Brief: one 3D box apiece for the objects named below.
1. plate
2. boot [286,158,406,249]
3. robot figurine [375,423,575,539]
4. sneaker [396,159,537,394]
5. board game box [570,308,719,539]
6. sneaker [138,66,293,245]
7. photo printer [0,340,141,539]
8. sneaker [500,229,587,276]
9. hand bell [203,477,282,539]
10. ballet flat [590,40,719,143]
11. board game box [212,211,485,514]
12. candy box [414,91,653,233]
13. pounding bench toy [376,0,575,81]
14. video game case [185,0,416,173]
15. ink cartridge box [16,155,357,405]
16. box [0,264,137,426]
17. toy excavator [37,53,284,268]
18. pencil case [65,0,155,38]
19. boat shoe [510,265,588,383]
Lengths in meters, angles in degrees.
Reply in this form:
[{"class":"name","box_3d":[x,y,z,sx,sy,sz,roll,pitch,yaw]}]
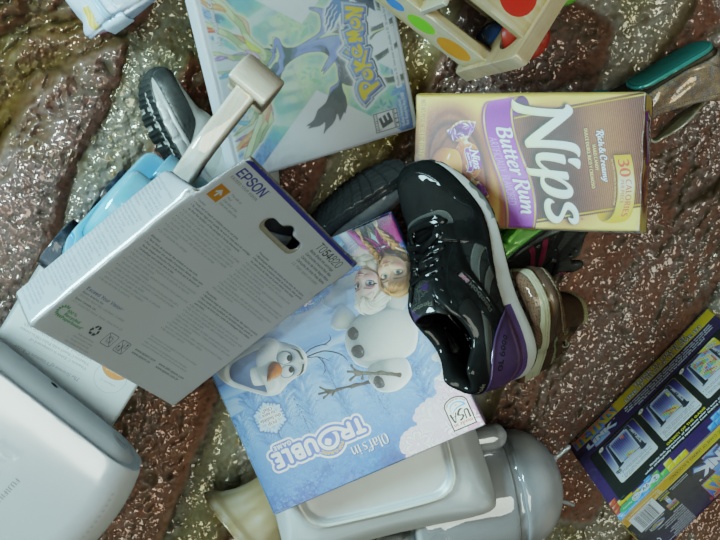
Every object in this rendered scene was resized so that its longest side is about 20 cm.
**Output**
[{"class":"plate","box_3d":[0.003,0.146,1.032,0.200,0.032,0.200,-15,91,5]},{"class":"boot","box_3d":[0.000,0.000,1.060,0.200,0.070,0.132,-40,110,17]},{"class":"robot figurine","box_3d":[0.108,0.217,1.105,0.200,0.113,0.170,-11,127,-4]},{"class":"sneaker","box_3d":[0.072,0.003,0.933,0.076,0.088,0.200,-31,80,42]},{"class":"board game box","box_3d":[0.304,0.146,1.081,0.057,0.165,0.200,42,98,-14]},{"class":"sneaker","box_3d":[-0.123,-0.097,1.016,0.080,0.074,0.200,-36,111,-14]},{"class":"photo printer","box_3d":[-0.297,0.164,0.959,0.200,0.069,0.166,43,97,-16]},{"class":"sneaker","box_3d":[0.159,-0.015,1.064,0.200,0.077,0.084,-39,109,9]},{"class":"hand bell","box_3d":[-0.041,0.186,1.106,0.200,0.104,0.104,-41,107,-7]},{"class":"ballet flat","box_3d":[0.243,-0.139,1.045,0.200,0.068,0.067,-23,115,2]},{"class":"board game box","box_3d":[-0.023,0.079,0.993,0.200,0.043,0.199,-24,92,5]},{"class":"candy box","box_3d":[0.147,-0.093,0.993,0.200,0.056,0.117,2,91,19]},{"class":"pounding bench toy","box_3d":[0.115,-0.278,0.951,0.156,0.124,0.200,34,83,-17]},{"class":"video game case","box_3d":[-0.050,-0.195,0.981,0.182,0.022,0.200,-20,109,-23]},{"class":"ink cartridge box","box_3d":[-0.125,0.005,0.885,0.200,0.041,0.200,-36,147,5]},{"class":"box","box_3d":[-0.274,0.096,1.030,0.124,0.097,0.200,31,100,-15]},{"class":"toy excavator","box_3d":[-0.148,-0.062,0.915,0.100,0.200,0.195,41,62,-7]},{"class":"pencil case","box_3d":[-0.238,-0.288,0.926,0.083,0.091,0.200,-31,108,2]},{"class":"boat shoe","box_3d":[0.165,0.037,1.035,0.075,0.202,0.075,-25,72,-7]}]
